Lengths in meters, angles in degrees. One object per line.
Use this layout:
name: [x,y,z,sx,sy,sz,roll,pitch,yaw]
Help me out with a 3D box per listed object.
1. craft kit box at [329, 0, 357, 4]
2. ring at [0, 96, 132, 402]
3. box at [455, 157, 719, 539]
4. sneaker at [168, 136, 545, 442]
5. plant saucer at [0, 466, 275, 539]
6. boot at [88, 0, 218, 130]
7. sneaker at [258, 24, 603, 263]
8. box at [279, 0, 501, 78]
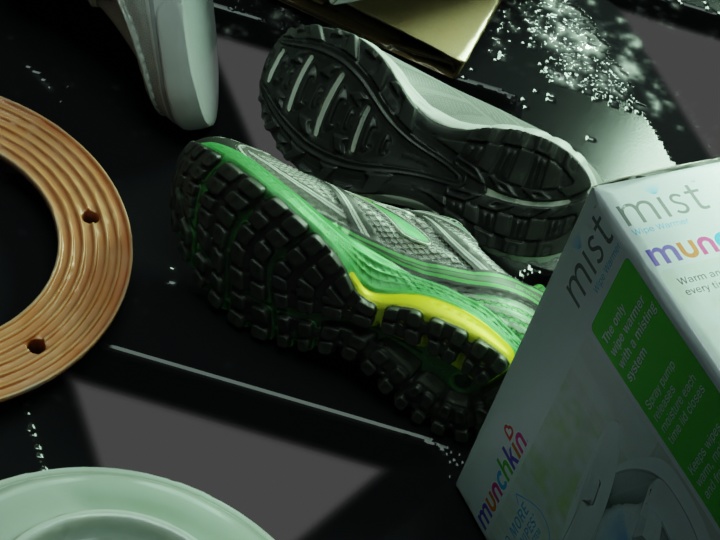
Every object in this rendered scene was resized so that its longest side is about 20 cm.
craft kit box: [0.020,-0.250,1.030,0.200,0.048,0.198,-18,79,-43]
ring: [-0.203,-0.013,0.844,0.200,0.019,0.201,8,48,-9]
box: [0.140,0.085,0.736,0.097,0.200,0.177,-12,55,-26]
sneaker: [0.000,0.000,0.866,0.200,0.078,0.085,33,41,1]
plant saucer: [-0.097,0.148,0.710,0.200,0.050,0.200,9,48,-10]
boot: [-0.134,-0.162,0.942,0.095,0.074,0.200,-12,85,8]
sneaker: [0.035,-0.061,0.934,0.200,0.074,0.079,29,11,20]
box: [0.018,-0.205,1.080,0.163,0.021,0.200,25,46,5]
